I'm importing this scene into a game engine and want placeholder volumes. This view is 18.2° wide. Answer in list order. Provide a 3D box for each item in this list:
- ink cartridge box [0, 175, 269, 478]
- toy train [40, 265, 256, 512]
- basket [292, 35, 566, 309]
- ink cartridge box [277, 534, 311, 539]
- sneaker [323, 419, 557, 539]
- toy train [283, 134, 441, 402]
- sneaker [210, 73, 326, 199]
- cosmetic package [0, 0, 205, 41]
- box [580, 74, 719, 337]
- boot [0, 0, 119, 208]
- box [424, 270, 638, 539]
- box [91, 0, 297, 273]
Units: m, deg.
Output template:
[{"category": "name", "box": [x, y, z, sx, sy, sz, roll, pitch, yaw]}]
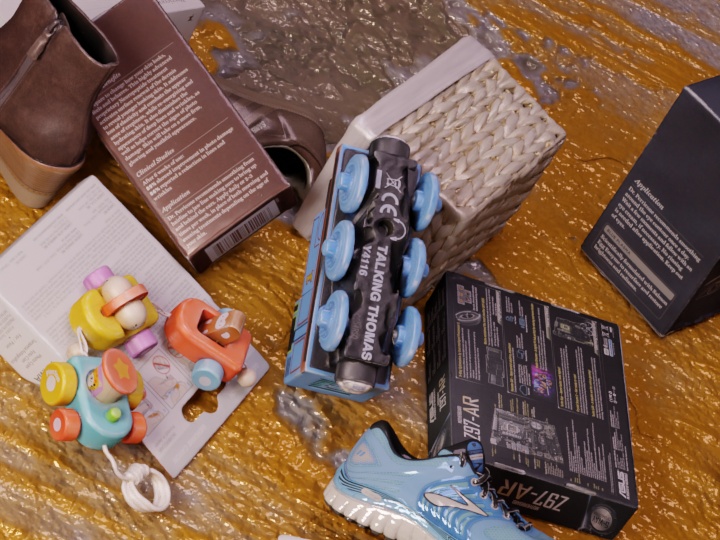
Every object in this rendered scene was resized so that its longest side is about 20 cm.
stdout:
[{"category": "ink cartridge box", "box": [-0.178, 0.046, 1.650, 0.200, 0.047, 0.160, 47, 39, -6]}, {"category": "toy train", "box": [-0.140, 0.067, 1.587, 0.150, 0.056, 0.200, 39, 39, -13]}, {"category": "basket", "box": [0.062, -0.079, 1.845, 0.123, 0.136, 0.200, 40, 41, 8]}, {"category": "ink cartridge box", "box": [0.029, 0.275, 1.527, 0.199, 0.050, 0.163, 14, 42, -12]}, {"category": "sneaker", "box": [0.075, 0.164, 1.584, 0.199, 0.090, 0.078, 22, -4, 14]}, {"category": "toy train", "box": [0.000, 0.000, 1.692, 0.086, 0.114, 0.201, 14, 72, -19]}, {"category": "sneaker", "box": [-0.118, -0.110, 1.814, 0.199, 0.071, 0.076, 10, 48, -19]}, {"category": "cosmetic package", "box": [-0.252, -0.242, 1.886, 0.199, 0.052, 0.151, -15, 55, -41]}, {"category": "box", "box": [0.327, -0.071, 1.948, 0.196, 0.200, 0.117, -20, 60, -44]}, {"category": "boot", "box": [-0.263, -0.165, 1.706, 0.072, 0.167, 0.200, -20, 60, -44]}, {"category": "box", "box": [0.132, 0.103, 1.766, 0.160, 0.044, 0.200, 17, 41, -16]}, {"category": "box", "box": [-0.146, -0.107, 1.737, 0.100, 0.075, 0.200, -35, 80, -3]}]
